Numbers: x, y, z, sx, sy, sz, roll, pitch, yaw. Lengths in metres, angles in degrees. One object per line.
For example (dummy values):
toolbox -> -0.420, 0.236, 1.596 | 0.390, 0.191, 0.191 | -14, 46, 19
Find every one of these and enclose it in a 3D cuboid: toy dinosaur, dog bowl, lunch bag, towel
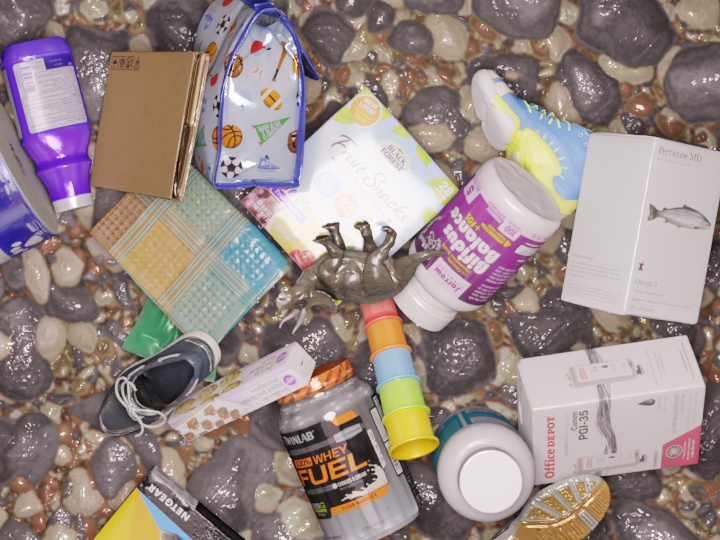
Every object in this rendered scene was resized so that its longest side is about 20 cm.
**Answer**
toy dinosaur -> 0.000, 0.000, 1.640 | 0.199, 0.077, 0.103 | -8, 109, 1
dog bowl -> -0.420, -0.111, 1.627 | 0.079, 0.200, 0.201 | -26, 93, -2
lunch bag -> -0.125, -0.206, 1.614 | 0.123, 0.170, 0.201 | -3, 107, -21
towel -> -0.196, -0.023, 1.672 | 0.147, 0.022, 0.200 | -45, 86, 2

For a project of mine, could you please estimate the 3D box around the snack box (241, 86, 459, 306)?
snack box -> -0.011, -0.087, 1.697 | 0.200, 0.068, 0.169 | -43, 92, 1

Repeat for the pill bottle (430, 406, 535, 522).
pill bottle -> 0.139, 0.222, 1.646 | 0.110, 0.200, 0.111 | 0, 93, 0

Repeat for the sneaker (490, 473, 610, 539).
sneaker -> 0.207, 0.302, 1.704 | 0.200, 0.088, 0.076 | -41, 92, 10

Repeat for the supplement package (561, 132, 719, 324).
supplement package -> 0.324, -0.049, 1.658 | 0.117, 0.117, 0.201 | 7, 93, -30

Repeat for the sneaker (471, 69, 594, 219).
sneaker -> 0.212, -0.162, 1.700 | 0.105, 0.076, 0.200 | -31, 100, -11

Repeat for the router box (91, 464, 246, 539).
router box -> -0.213, 0.349, 1.687 | 0.200, 0.051, 0.149 | 39, 92, -2

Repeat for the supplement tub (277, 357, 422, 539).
supplement tub -> -0.018, 0.212, 1.684 | 0.122, 0.123, 0.201 | -24, 92, 1

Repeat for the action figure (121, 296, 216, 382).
action figure -> -0.193, 0.018, 1.707 | 0.118, 0.055, 0.201 | 20, 93, 0

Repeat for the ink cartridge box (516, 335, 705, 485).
ink cartridge box -> 0.287, 0.164, 1.670 | 0.199, 0.083, 0.147 | -8, 134, 0

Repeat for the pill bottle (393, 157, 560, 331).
pill bottle -> 0.126, -0.025, 1.656 | 0.112, 0.112, 0.200 | 41, 116, -2

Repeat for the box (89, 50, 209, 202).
box -> -0.243, -0.167, 1.638 | 0.021, 0.200, 0.164 | 9, 92, -38

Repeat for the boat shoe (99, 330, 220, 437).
boat shoe -> -0.242, 0.142, 1.673 | 0.200, 0.062, 0.075 | -31, 99, 30

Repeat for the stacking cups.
stacking cups -> 0.037, 0.118, 1.677 | 0.060, 0.061, 0.201 | -16, 60, 0

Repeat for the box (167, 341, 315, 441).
box -> -0.139, 0.141, 1.669 | 0.200, 0.042, 0.039 | -27, 118, 33

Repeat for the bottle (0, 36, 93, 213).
bottle -> -0.358, -0.168, 1.687 | 0.083, 0.065, 0.201 | -16, 93, -24
